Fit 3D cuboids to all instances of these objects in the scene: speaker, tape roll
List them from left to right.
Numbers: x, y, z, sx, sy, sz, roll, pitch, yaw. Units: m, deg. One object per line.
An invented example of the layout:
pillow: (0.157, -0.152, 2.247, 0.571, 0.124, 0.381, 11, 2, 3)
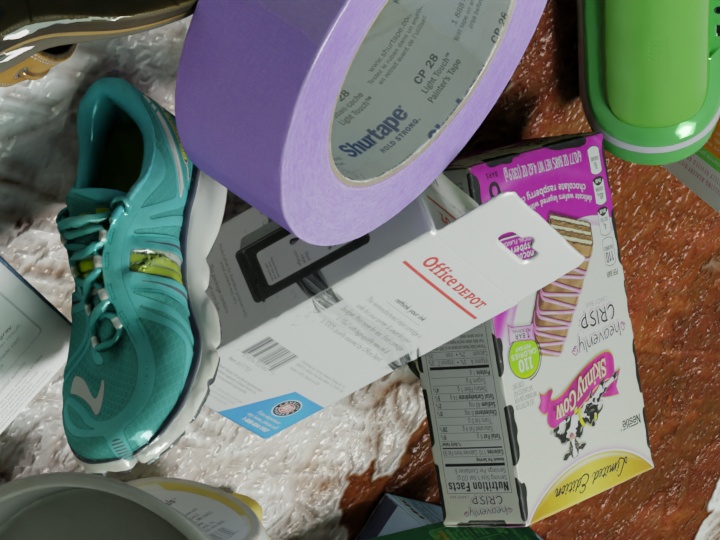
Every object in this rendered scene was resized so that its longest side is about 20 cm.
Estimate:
tape roll: (0.007, -0.112, 1.096, 0.200, 0.066, 0.200, -43, 155, -26)
speaker: (0.162, -0.152, 1.352, 0.088, 0.088, 0.200, -37, 146, -22)

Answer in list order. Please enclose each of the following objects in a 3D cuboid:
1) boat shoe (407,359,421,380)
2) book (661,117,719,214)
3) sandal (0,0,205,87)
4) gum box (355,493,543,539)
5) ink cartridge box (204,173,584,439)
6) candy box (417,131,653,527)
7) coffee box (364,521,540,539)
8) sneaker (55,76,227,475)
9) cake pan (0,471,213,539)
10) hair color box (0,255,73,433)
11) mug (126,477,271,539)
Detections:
boat shoe: (0.050, 0.039, 1.412, 0.200, 0.064, 0.071, 52, 49, -35)
book: (0.232, -0.130, 1.418, 0.048, 0.134, 0.200, -22, 139, -38)
sandal: (-0.151, -0.102, 1.013, 0.200, 0.082, 0.055, -30, 159, -33)
gum box: (0.034, 0.240, 1.624, 0.170, 0.045, 0.200, -56, 147, 8)
ink cartridge box: (0.000, 0.000, 1.241, 0.200, 0.068, 0.116, -29, 152, 14)
candy box: (0.092, 0.031, 1.365, 0.136, 0.061, 0.200, -17, 100, -50)
coffee box: (0.032, 0.208, 1.463, 0.200, 0.123, 0.044, -11, 123, -27)
sneaker: (-0.111, 0.001, 1.098, 0.077, 0.200, 0.080, -17, 141, 20)
cake pan: (-0.135, 0.197, 1.236, 0.200, 0.200, 0.037, -61, 166, 16)
hair color box: (-0.211, 0.012, 1.064, 0.100, 0.061, 0.200, -48, 149, -6)
mug: (-0.114, 0.190, 1.333, 0.149, 0.187, 0.153, 7, 112, -17)
